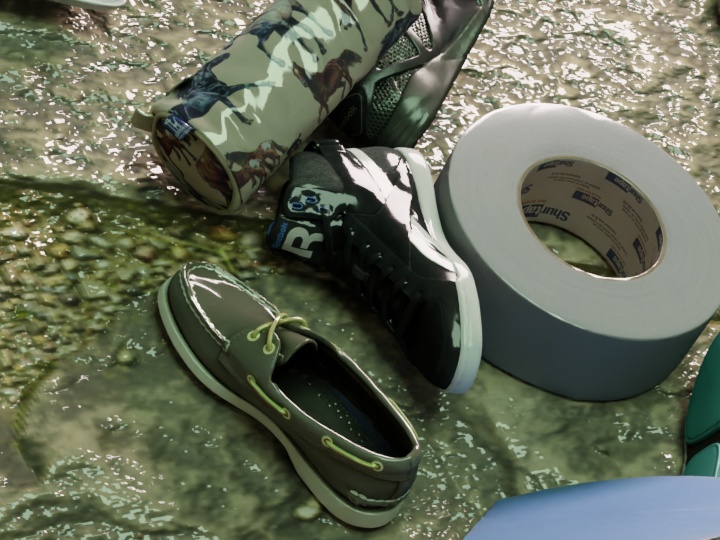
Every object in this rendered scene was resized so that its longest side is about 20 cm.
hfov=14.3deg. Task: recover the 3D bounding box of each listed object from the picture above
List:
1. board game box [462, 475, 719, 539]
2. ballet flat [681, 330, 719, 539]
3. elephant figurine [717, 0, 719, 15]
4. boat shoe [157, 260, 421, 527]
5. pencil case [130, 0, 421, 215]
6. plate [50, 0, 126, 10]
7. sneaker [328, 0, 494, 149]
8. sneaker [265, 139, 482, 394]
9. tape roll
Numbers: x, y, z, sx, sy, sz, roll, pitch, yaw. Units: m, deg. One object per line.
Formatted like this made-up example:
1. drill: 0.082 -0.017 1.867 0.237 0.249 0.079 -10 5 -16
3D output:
1. board game box: 0.145 0.160 1.655 0.157 0.039 0.200 -5 7 14
2. ballet flat: 0.237 0.118 1.794 0.069 0.070 0.201 24 48 -5
3. elephant figurine: 0.352 -0.257 2.090 0.141 0.200 0.156 11 46 -18
4. boat shoe: -0.040 0.061 1.695 0.202 0.060 0.072 46 46 17
5. pencil case: -0.049 -0.132 1.805 0.089 0.078 0.200 45 70 -4
6. plate: -0.257 -0.252 1.893 0.199 0.032 0.201 10 47 -21
7. sneaker: 0.019 -0.164 1.923 0.114 0.076 0.200 34 49 -4
8. sneaker: 0.000 0.000 1.773 0.111 0.073 0.200 3 41 -21
9. tape roll: 0.137 -0.014 1.853 0.199 0.066 0.201 14 45 -14
